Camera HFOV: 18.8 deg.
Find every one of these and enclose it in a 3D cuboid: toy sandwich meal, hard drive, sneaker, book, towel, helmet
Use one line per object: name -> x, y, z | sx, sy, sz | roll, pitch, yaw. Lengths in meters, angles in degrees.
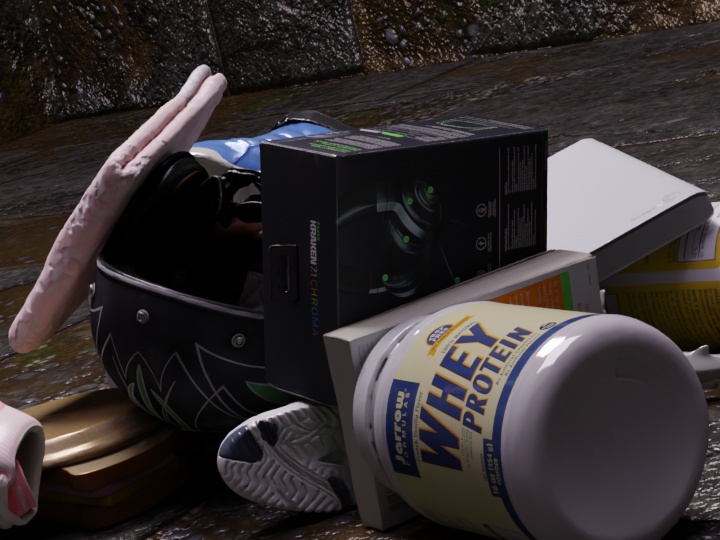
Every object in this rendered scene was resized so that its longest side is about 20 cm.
toy sandwich meal -> -0.221, 0.146, 1.648 | 0.205, 0.070, 0.205 | -14, 8, 2
hard drive -> 0.168, -0.044, 1.671 | 0.132, 0.026, 0.200 | -29, 22, -10
sneaker -> -0.290, 0.167, 1.502 | 0.104, 0.075, 0.200 | 15, 52, 20
book -> 0.078, 0.078, 1.457 | 0.200, 0.134, 0.048 | -19, 16, -31
towel -> -0.187, -0.049, 1.666 | 0.200, 0.032, 0.191 | -57, -1, 36
helmet -> -0.104, 0.026, 1.595 | 0.200, 0.200, 0.191 | 0, 56, 49
sneaker -> -0.085, -0.085, 1.819 | 0.199, 0.077, 0.111 | -4, 21, 7
sneaker -> -0.022, 0.113, 1.536 | 0.199, 0.080, 0.130 | -17, 11, -22

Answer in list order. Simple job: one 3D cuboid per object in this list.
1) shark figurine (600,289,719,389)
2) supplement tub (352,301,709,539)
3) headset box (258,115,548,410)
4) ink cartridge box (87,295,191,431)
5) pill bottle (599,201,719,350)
shark figurine -> 0.206, 0.052, 1.565 | 0.214, 0.090, 0.128 | -6, 14, 40
supplement tub -> 0.098, 0.094, 1.326 | 0.145, 0.145, 0.200 | -20, 13, -30
headset box -> 0.027, -0.008, 1.494 | 0.200, 0.175, 0.093 | -11, 15, -36
ink cartridge box -> -0.107, 0.037, 1.831 | 0.145, 0.145, 0.200 | -2, 15, 42
pill bottle -> 0.267, 0.004, 1.652 | 0.200, 0.113, 0.112 | -4, 15, 37
